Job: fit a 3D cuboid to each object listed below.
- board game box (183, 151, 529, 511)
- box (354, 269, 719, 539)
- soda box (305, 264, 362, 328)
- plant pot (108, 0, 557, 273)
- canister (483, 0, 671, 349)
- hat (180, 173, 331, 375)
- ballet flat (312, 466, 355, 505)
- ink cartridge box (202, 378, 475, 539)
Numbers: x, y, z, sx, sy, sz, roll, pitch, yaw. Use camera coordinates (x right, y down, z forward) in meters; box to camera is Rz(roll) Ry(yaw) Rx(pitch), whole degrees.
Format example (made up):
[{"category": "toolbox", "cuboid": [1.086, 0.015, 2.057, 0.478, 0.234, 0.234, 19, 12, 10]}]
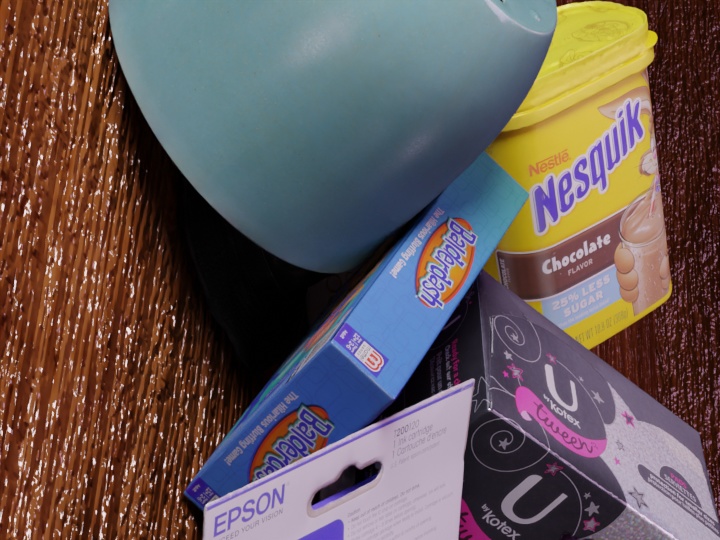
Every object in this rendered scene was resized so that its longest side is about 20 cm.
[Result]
[{"category": "board game box", "cuboid": [0.001, 0.036, 0.855, 0.045, 0.152, 0.200, 41, 41, -3]}, {"category": "box", "cuboid": [0.105, 0.119, 0.933, 0.199, 0.115, 0.133, 35, 29, -22]}, {"category": "soda box", "cuboid": [0.000, 0.000, 1.071, 0.068, 0.063, 0.202, -15, 100, -74]}, {"category": "plant pot", "cuboid": [0.001, -0.126, 0.804, 0.200, 0.160, 0.202, 39, 32, -30]}, {"category": "canister", "cuboid": [0.133, -0.055, 1.050, 0.148, 0.086, 0.202, -28, 121, -27]}, {"category": "hat", "cuboid": [-0.033, -0.039, 0.938, 0.200, 0.080, 0.203, -4, 90, -75]}, {"category": "ballet flat", "cuboid": [-0.040, 0.149, 0.911, 0.201, 0.071, 0.072, -83, 160, -43]}, {"category": "ink cartridge box", "cuboid": [-0.022, 0.165, 0.777, 0.197, 0.043, 0.202, -18, 119, -48]}]
